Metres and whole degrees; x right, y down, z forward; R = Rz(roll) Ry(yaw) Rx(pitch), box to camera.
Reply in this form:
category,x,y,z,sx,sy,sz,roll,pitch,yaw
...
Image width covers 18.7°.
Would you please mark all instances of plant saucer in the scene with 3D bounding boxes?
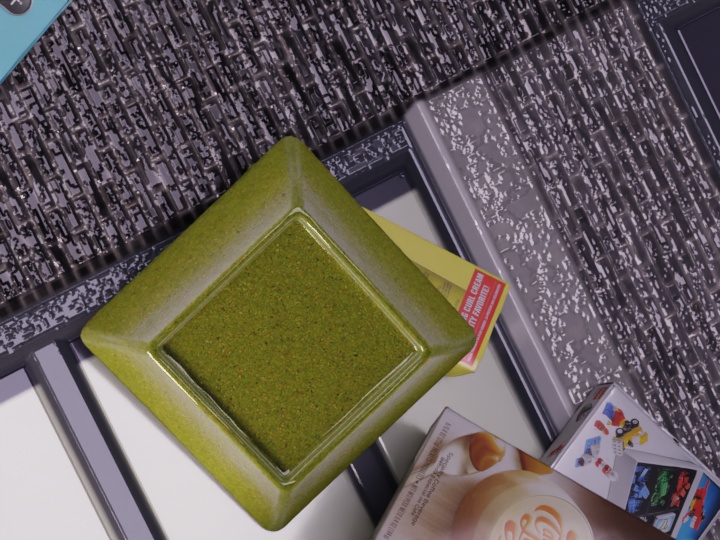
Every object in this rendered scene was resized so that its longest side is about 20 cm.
category,x,y,z,sx,sy,sz,roll,pitch,yaw
plant saucer,-0.049,0.049,1.462,0.200,0.048,0.200,-43,105,0

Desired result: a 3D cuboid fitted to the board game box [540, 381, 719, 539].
category,x,y,z,sx,sy,sz,roll,pitch,yaw
board game box,0.163,0.197,1.564,0.126,0.035,0.200,42,73,-10

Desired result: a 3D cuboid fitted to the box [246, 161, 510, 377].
category,x,y,z,sx,sy,sz,roll,pitch,yaw
box,0.000,0.000,1.521,0.199,0.050,0.076,28,76,-14

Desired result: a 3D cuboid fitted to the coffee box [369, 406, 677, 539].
category,x,y,z,sx,sy,sz,roll,pitch,yaw
coffee box,0.114,0.195,1.484,0.199,0.080,0.115,29,73,1

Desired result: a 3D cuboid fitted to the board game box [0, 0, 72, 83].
category,x,y,z,sx,sy,sz,roll,pitch,yaw
board game box,-0.311,-0.149,1.431,0.151,0.047,0.200,41,73,-11
